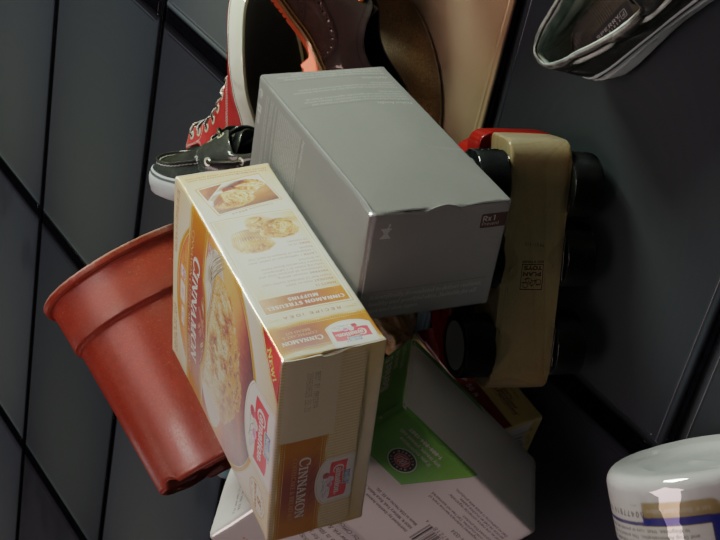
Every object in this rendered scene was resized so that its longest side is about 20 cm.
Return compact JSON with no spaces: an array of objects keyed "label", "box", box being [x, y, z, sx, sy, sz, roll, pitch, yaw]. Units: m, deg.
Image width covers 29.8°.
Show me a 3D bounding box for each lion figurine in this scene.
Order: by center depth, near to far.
[{"label":"lion figurine","box":[0.000,0.000,1.131,0.123,0.072,0.200,54,-174,-6]}]

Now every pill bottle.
[{"label":"pill bottle","box":[0.229,0.213,0.844,0.119,0.118,0.203,-9,93,55]}]

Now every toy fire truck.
[{"label":"toy fire truck","box":[0.075,-0.023,1.012,0.200,0.127,0.179,-140,51,-68]}]

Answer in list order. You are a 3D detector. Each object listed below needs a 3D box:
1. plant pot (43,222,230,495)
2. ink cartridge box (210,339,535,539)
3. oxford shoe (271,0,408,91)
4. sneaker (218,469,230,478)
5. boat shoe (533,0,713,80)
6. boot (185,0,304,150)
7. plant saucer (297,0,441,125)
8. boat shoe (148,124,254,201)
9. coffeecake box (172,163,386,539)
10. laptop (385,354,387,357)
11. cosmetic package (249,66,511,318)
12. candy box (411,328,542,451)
[{"label":"plant pot","box":[-0.153,0.081,1.217,0.201,0.199,0.197,-40,75,52]},{"label":"ink cartridge box","box":[0.010,0.169,1.002,0.199,0.084,0.145,-36,112,26]},{"label":"oxford shoe","box":[-0.024,-0.212,1.040,0.072,0.071,0.202,-16,112,26]},{"label":"sneaker","box":[-0.092,0.174,1.330,0.200,0.073,0.083,-52,54,49]},{"label":"boat shoe","box":[0.178,-0.183,0.834,0.073,0.070,0.201,61,142,22]},{"label":"boot","box":[-0.115,-0.152,1.192,0.143,0.072,0.203,14,115,47]},{"label":"plant saucer","box":[-0.007,-0.150,1.141,0.199,0.035,0.203,23,119,51]},{"label":"boat shoe","box":[-0.092,-0.091,1.102,0.198,0.068,0.057,4,113,32]},{"label":"coffeecake box","box":[-0.062,0.050,0.905,0.201,0.072,0.155,-125,33,-45]},{"label":"laptop","box":[0.005,0.150,1.155,0.178,0.102,0.202,-95,-7,-58]},{"label":"cosmetic package","box":[0.007,-0.059,0.923,0.201,0.105,0.091,-123,35,-46]},{"label":"candy box","box":[0.067,0.157,1.112,0.116,0.055,0.202,51,137,37]}]
